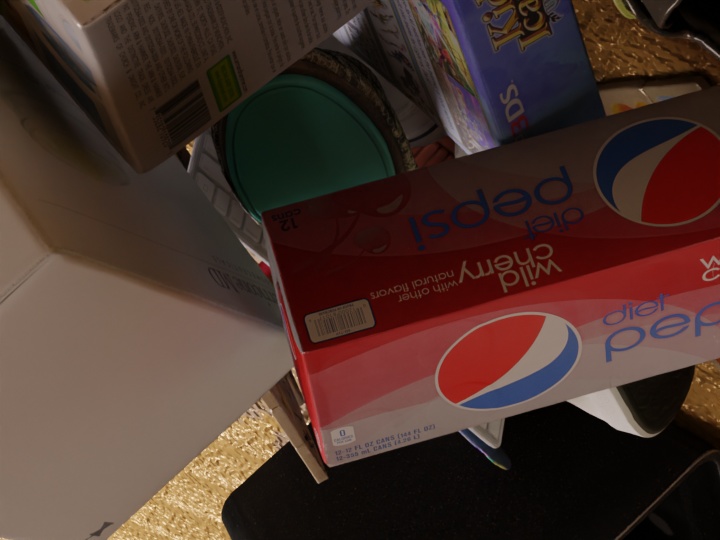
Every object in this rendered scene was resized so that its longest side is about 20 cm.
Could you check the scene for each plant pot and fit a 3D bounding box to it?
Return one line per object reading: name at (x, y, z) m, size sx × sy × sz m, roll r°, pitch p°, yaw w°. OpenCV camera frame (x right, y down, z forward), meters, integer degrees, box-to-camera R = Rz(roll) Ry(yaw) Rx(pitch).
plant pot at (0.052, 0.150, 1.290) m, size 0.177 × 0.199 × 0.200 m, roll 39°, pitch 163°, yaw 35°

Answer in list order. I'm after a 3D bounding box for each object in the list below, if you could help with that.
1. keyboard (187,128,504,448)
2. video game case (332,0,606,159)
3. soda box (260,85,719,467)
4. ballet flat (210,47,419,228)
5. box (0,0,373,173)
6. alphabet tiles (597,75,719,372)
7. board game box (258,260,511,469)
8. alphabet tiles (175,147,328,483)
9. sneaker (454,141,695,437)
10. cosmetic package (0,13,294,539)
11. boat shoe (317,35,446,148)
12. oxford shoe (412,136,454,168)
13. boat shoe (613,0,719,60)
keyboard at (0.000, 0.000, 1.075) m, size 0.011 × 0.056 × 0.200 m, roll -21°, pitch 136°, yaw 32°
video game case at (-0.004, -0.140, 0.907) m, size 0.181 × 0.045 × 0.200 m, roll 46°, pitch 167°, yaw 37°
soda box at (0.072, -0.003, 0.904) m, size 0.070 × 0.199 × 0.064 m, roll 79°, pitch 175°, yaw -51°
ballet flat at (-0.004, -0.030, 1.008) m, size 0.068 × 0.076 × 0.200 m, roll -14°, pitch 138°, yaw 15°
box at (-0.099, -0.149, 0.876) m, size 0.200 × 0.101 × 0.113 m, roll 48°, pitch 170°, yaw 20°
alphabet tiles at (0.137, -0.010, 1.050) m, size 0.166 × 0.006 × 0.200 m, roll 48°, pitch 158°, yaw -22°
board game box at (-0.011, 0.022, 1.202) m, size 0.158 × 0.039 × 0.200 m, roll 45°, pitch -173°, yaw -45°
alphabet tiles at (-0.064, -0.004, 1.239) m, size 0.200 × 0.008 × 0.167 m, roll 66°, pitch -177°, yaw 38°
sneaker at (0.062, -0.005, 1.073) m, size 0.084 × 0.073 × 0.200 m, roll 20°, pitch 154°, yaw 36°
cosmetic package at (-0.147, -0.023, 0.924) m, size 0.200 × 0.123 × 0.199 m, roll 53°, pitch -168°, yaw 21°
boat shoe at (-0.053, -0.099, 1.054) m, size 0.200 × 0.072 × 0.066 m, roll 28°, pitch -162°, yaw 16°
oxford shoe at (-0.002, -0.046, 1.154) m, size 0.200 × 0.071 × 0.074 m, roll 48°, pitch 179°, yaw -13°
boat shoe at (0.112, -0.096, 0.837) m, size 0.201 × 0.061 × 0.072 m, roll 36°, pitch 160°, yaw 8°
